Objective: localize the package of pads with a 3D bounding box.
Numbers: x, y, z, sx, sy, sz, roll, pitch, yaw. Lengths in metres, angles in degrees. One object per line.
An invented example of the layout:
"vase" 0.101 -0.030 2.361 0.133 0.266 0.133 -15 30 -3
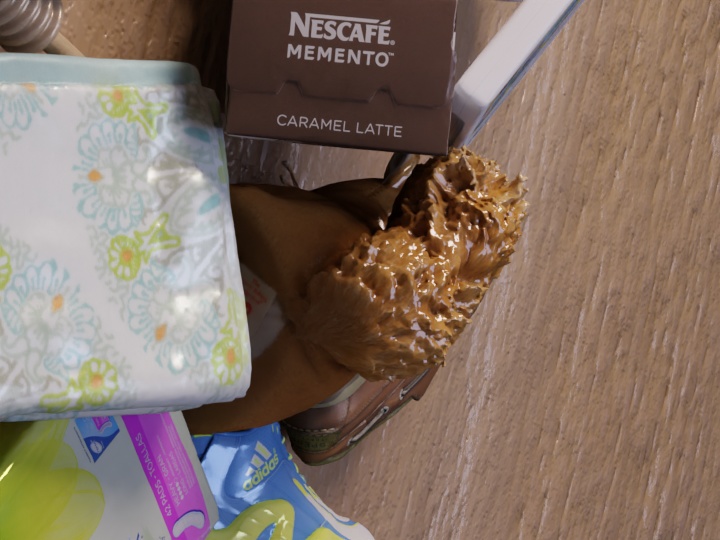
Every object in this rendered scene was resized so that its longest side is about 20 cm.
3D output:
"package of pads" -0.158 0.129 1.290 0.200 0.068 0.155 -52 138 -40

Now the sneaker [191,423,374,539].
"sneaker" -0.048 0.125 1.475 0.200 0.076 0.105 10 88 -60

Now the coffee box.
"coffee box" -0.012 -0.109 1.355 0.200 0.114 0.080 -115 -151 -83

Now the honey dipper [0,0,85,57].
"honey dipper" -0.138 -0.101 1.305 0.200 0.038 0.038 42 61 -58

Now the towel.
"towel" -0.140 -0.016 1.232 0.200 0.048 0.171 -1 81 -43

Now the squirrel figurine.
"squirrel figurine" 0.000 0.000 1.405 0.187 0.200 0.142 -23 109 -57

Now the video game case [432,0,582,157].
"video game case" 0.109 -0.151 1.398 0.200 0.023 0.182 -51 179 -8

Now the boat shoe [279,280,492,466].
"boat shoe" 0.014 0.045 1.581 0.200 0.072 0.068 -37 132 -40
